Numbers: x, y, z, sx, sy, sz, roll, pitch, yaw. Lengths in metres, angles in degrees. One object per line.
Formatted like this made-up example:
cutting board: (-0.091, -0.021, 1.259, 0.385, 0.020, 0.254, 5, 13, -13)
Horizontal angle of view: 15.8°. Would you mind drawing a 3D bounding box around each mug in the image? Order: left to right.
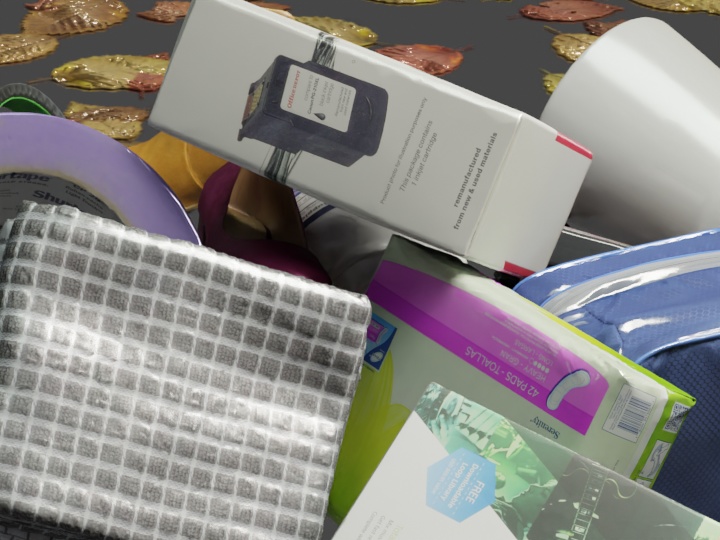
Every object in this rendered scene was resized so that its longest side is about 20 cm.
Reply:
mug: (0.229, -0.075, 1.732, 0.186, 0.150, 0.153, -26, 48, -39)

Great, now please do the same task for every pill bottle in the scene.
pill bottle: (0.000, 0.000, 1.554, 0.119, 0.120, 0.200, -3, 25, -14)

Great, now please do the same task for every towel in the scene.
towel: (-0.098, 0.067, 1.291, 0.199, 0.166, 0.086, 15, -18, -15)

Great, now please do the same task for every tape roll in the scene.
tape roll: (-0.184, 0.023, 1.374, 0.199, 0.201, 0.085, -5, -18, -20)

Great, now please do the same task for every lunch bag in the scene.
lunch bag: (0.162, 0.065, 1.414, 0.199, 0.136, 0.132, -11, 27, -27)

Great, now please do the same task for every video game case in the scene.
video game case: (0.172, -0.001, 1.575, 0.199, 0.026, 0.181, 15, 2, -5)

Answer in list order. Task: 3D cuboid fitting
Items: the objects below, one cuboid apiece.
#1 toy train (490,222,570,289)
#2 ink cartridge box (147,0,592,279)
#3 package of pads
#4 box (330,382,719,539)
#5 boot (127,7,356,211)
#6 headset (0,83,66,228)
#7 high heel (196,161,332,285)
toy train: (0.107, 0.006, 1.667, 0.046, 0.034, 0.200, 19, 25, 5)
ink cartridge box: (0.006, -0.072, 1.402, 0.200, 0.085, 0.145, 24, 2, 21)
package of pads: (0.057, 0.090, 1.322, 0.068, 0.155, 0.200, 20, 8, -42)
box: (0.082, 0.155, 1.187, 0.200, 0.036, 0.145, 26, 67, 18)
boot: (-0.100, -0.112, 1.760, 0.200, 0.145, 0.071, 8, 24, 11)
headset: (-0.234, -0.027, 1.607, 0.094, 0.124, 0.200, -13, 35, 25)
high heel: (-0.051, -0.029, 1.455, 0.067, 0.096, 0.200, 23, -4, -24)
